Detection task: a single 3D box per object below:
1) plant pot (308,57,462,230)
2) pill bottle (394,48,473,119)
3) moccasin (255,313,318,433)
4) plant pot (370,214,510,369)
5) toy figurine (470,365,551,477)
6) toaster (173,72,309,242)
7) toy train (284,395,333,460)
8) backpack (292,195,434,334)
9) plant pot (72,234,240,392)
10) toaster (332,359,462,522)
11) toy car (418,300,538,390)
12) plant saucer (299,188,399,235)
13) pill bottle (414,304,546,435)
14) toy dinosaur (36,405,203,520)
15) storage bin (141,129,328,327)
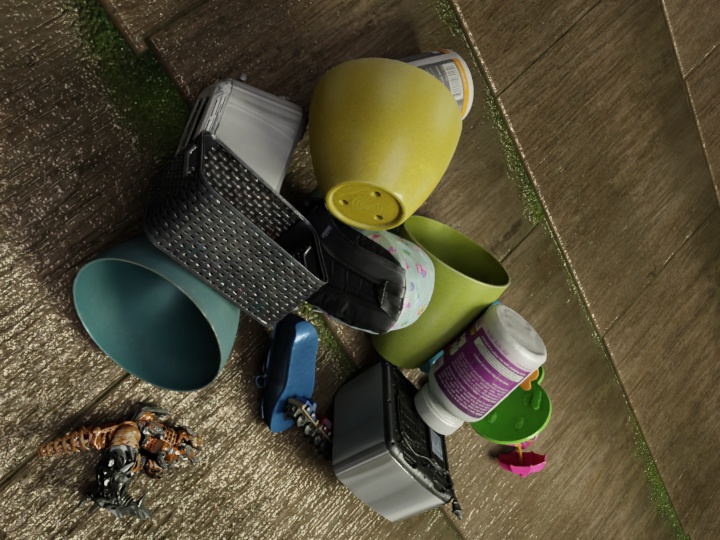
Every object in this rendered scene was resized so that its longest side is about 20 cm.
[{"bbox_3d":[0.018,-0.136,0.792,0.199,0.199,0.143,32,57,-32],"label":"plant pot"},{"bbox_3d":[0.062,-0.256,0.952,0.199,0.116,0.117,-21,109,-27],"label":"pill bottle"},{"bbox_3d":[-0.106,0.146,0.939,0.080,0.068,0.201,-9,126,-44],"label":"moccasin"},{"bbox_3d":[0.101,0.049,0.995,0.186,0.187,0.201,14,117,-33],"label":"plant pot"},{"bbox_3d":[0.304,0.299,1.217,0.201,0.149,0.185,-58,139,-39],"label":"toy figurine"},{"bbox_3d":[-0.164,-0.151,0.833,0.128,0.113,0.202,22,89,-29],"label":"toaster"},{"bbox_3d":[-0.063,0.243,0.973,0.046,0.034,0.201,-56,144,-23],"label":"toy train"},{"bbox_3d":[0.000,0.000,0.867,0.126,0.199,0.168,-17,127,-53],"label":"backpack"},{"bbox_3d":[-0.229,0.031,0.793,0.201,0.199,0.135,61,35,-24],"label":"plant pot"},{"bbox_3d":[0.055,0.275,0.995,0.118,0.201,0.181,-31,122,21],"label":"toaster"},{"bbox_3d":[0.222,0.162,1.075,0.183,0.199,0.178,-28,112,-25],"label":"toy car"},{"bbox_3d":[-0.013,-0.042,0.995,0.199,0.027,0.202,-7,103,-31],"label":"plant saucer"},{"bbox_3d":[0.173,0.155,0.959,0.112,0.113,0.200,24,118,-32],"label":"pill bottle"},{"bbox_3d":[-0.310,0.244,0.836,0.198,0.102,0.137,10,78,-15],"label":"toy dinosaur"},{"bbox_3d":[-0.141,-0.045,0.739,0.094,0.136,0.200,-38,125,16],"label":"storage bin"}]
